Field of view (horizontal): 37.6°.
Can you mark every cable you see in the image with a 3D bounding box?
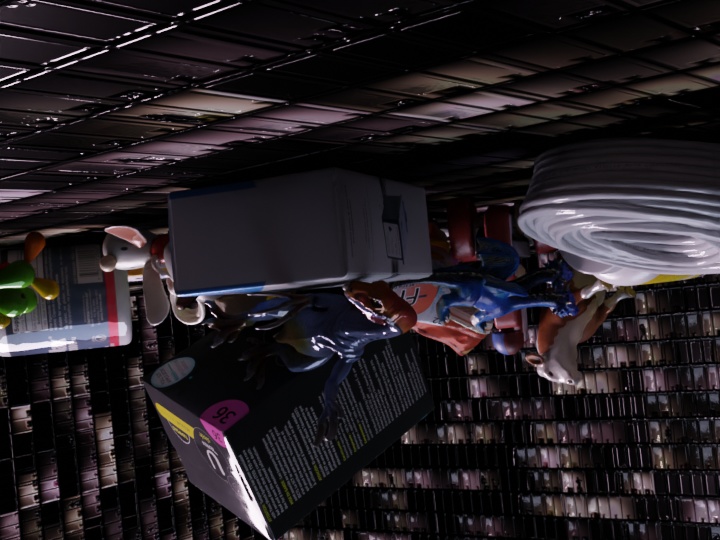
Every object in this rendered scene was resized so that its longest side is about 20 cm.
[{"bbox_3d":[0.222,-0.047,0.799,0.199,0.070,0.200,13,171,-17],"label":"cable"}]

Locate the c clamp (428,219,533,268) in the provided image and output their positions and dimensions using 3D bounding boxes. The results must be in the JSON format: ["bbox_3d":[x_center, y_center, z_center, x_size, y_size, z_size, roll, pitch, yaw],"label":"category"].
[{"bbox_3d":[0.126,-0.032,1.325,0.199,0.027,0.171,4,-143,41],"label":"c clamp"}]

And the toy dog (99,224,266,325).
[{"bbox_3d":[-0.176,0.003,0.969,0.200,0.132,0.096,-20,-163,48],"label":"toy dog"}]

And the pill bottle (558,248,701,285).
[{"bbox_3d":[0.280,-0.041,1.051,0.111,0.112,0.199,-8,178,44],"label":"pill bottle"}]

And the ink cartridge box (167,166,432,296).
[{"bbox_3d":[-0.041,-0.027,0.861,0.146,0.086,0.200,-6,179,22],"label":"ink cartridge box"}]

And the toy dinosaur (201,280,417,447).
[{"bbox_3d":[-0.030,0.030,0.799,0.181,0.105,0.200,-17,-154,28],"label":"toy dinosaur"}]

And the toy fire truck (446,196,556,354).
[{"bbox_3d":[0.160,0.003,1.139,0.111,0.169,0.200,-6,178,10],"label":"toy fire truck"}]

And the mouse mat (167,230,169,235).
[{"bbox_3d":[-0.085,-0.008,1.118,0.199,0.008,0.161,-3,-147,-44],"label":"mouse mat"}]

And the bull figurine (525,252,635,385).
[{"bbox_3d":[0.238,0.031,1.139,0.065,0.200,0.121,36,129,-16],"label":"bull figurine"}]

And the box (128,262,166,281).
[{"bbox_3d":[-0.292,-0.008,1.399,0.118,0.042,0.200,-6,-179,-13],"label":"box"}]

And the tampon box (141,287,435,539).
[{"bbox_3d":[-0.063,0.111,0.953,0.200,0.127,0.150,-35,-149,-27],"label":"tampon box"}]

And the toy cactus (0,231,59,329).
[{"bbox_3d":[-0.382,0.003,0.977,0.164,0.103,0.200,13,-174,14],"label":"toy cactus"}]

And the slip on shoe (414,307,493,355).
[{"bbox_3d":[0.054,0.039,1.212,0.199,0.061,0.074,26,-161,-9],"label":"slip on shoe"}]

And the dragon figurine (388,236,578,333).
[{"bbox_3d":[0.118,0.009,0.984,0.199,0.059,0.099,20,140,-37],"label":"dragon figurine"}]

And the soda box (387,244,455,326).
[{"bbox_3d":[0.000,0.000,1.084,0.199,0.064,0.068,10,-154,-21],"label":"soda box"}]

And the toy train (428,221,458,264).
[{"bbox_3d":[0.031,-0.042,1.231,0.150,0.056,0.200,14,173,-32],"label":"toy train"}]

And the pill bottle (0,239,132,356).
[{"bbox_3d":[-0.354,0.032,1.150,0.199,0.120,0.120,-5,178,-14],"label":"pill bottle"}]
